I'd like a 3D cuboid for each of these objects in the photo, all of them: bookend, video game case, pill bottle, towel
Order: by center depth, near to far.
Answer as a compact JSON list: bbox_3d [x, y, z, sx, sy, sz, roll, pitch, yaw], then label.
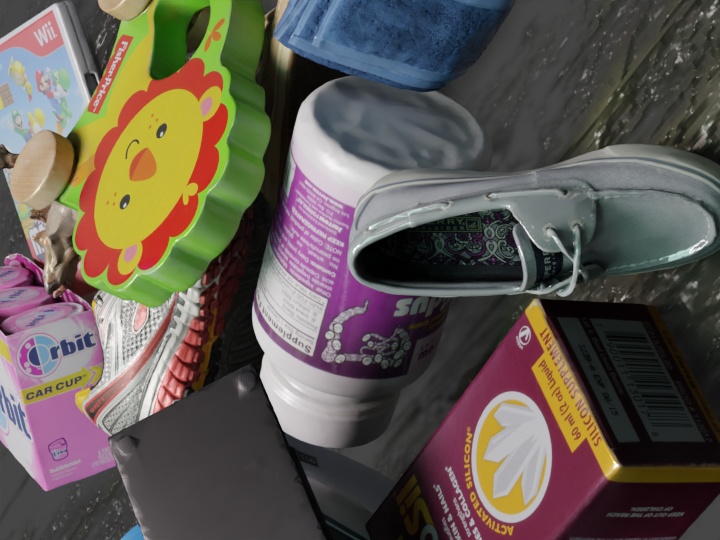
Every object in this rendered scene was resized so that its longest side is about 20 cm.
[{"bbox_3d":[0.042,-0.173,1.047,0.200,0.111,0.049,123,156,-43],"label":"towel"},{"bbox_3d":[-0.032,0.184,1.128,0.199,0.092,0.200,65,-174,26],"label":"bookend"},{"bbox_3d":[0.000,0.000,1.156,0.112,0.112,0.200,41,133,32],"label":"pill bottle"},{"bbox_3d":[-0.212,-0.076,1.452,0.143,0.017,0.201,-19,89,52],"label":"video game case"}]

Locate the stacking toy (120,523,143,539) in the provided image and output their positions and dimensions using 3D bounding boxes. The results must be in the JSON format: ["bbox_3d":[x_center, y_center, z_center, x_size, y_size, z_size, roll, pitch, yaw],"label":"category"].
[{"bbox_3d":[-0.090,0.262,1.392,0.110,0.116,0.200,30,141,50],"label":"stacking toy"}]

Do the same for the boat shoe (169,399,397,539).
[{"bbox_3d":[-0.037,0.145,1.209,0.068,0.200,0.072,-61,19,15],"label":"boat shoe"}]

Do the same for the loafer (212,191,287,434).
[{"bbox_3d":[-0.079,0.021,1.301,0.070,0.075,0.201,2,101,63],"label":"loafer"}]

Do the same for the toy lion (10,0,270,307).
[{"bbox_3d":[-0.110,-0.082,1.163,0.192,0.069,0.200,18,82,54],"label":"toy lion"}]

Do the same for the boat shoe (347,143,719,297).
[{"bbox_3d":[0.089,-0.014,1.015,0.200,0.072,0.070,-3,122,17],"label":"boat shoe"}]

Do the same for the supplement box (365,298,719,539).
[{"bbox_3d":[0.095,0.120,1.076,0.200,0.085,0.111,-56,43,37],"label":"supplement box"}]

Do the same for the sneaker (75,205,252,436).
[{"bbox_3d":[-0.121,0.012,1.221,0.082,0.078,0.201,19,99,12],"label":"sneaker"}]

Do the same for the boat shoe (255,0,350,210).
[{"bbox_3d":[-0.038,-0.124,1.185,0.065,0.071,0.200,41,133,31],"label":"boat shoe"}]

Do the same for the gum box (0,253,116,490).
[{"bbox_3d":[-0.233,0.066,1.446,0.200,0.066,0.114,26,132,63],"label":"gum box"}]

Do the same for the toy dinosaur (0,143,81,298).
[{"bbox_3d":[-0.159,-0.073,1.331,0.200,0.136,0.086,-36,84,9],"label":"toy dinosaur"}]
